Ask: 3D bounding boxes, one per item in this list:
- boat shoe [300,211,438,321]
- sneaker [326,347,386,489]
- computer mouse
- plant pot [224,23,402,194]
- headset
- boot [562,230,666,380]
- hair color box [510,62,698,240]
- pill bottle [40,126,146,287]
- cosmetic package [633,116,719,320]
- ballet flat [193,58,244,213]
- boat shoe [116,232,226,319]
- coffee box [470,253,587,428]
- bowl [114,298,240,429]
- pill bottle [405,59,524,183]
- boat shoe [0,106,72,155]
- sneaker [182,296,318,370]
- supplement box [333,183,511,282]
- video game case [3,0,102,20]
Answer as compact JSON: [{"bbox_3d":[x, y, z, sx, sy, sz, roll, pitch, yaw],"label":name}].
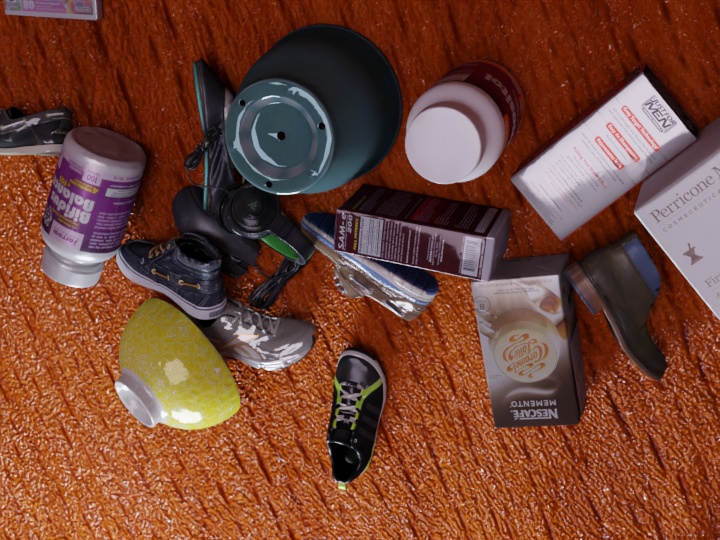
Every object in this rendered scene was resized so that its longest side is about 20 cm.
[{"bbox_3d":[0.000,0.000,1.486,0.199,0.072,0.073,33,119,4],"label":"boat shoe"},{"bbox_3d":[-0.008,0.206,1.564,0.071,0.083,0.202,7,113,16],"label":"sneaker"},{"bbox_3d":[-0.164,-0.046,1.538,0.140,0.046,0.200,-40,94,28],"label":"computer mouse"},{"bbox_3d":[-0.067,-0.180,1.369,0.198,0.188,0.202,5,110,15],"label":"plant pot"},{"bbox_3d":[-0.134,-0.087,1.442,0.199,0.123,0.094,38,80,-19],"label":"headset"},{"bbox_3d":[0.338,0.045,1.383,0.097,0.075,0.200,-38,115,12],"label":"boot"},{"bbox_3d":[0.283,-0.137,1.342,0.200,0.061,0.102,-38,95,28],"label":"hair color box"},{"bbox_3d":[-0.368,-0.083,1.554,0.112,0.112,0.201,26,114,8],"label":"pill bottle"},{"bbox_3d":[0.431,-0.059,1.263,0.167,0.166,0.200,-39,94,27],"label":"cosmetic package"},{"bbox_3d":[-0.177,-0.174,1.487,0.072,0.073,0.202,3,106,18],"label":"ballet flat"},{"bbox_3d":[-0.253,-0.018,1.541,0.199,0.071,0.092,28,129,31],"label":"boat shoe"},{"bbox_3d":[0.215,0.089,1.443,0.113,0.080,0.202,-5,109,20],"label":"coffee box"},{"bbox_3d":[-0.269,0.149,1.565,0.200,0.108,0.201,36,150,25],"label":"bowl"},{"bbox_3d":[0.117,-0.167,1.308,0.112,0.200,0.114,7,113,16],"label":"pill bottle"},{"bbox_3d":[-0.484,-0.191,1.586,0.198,0.072,0.068,1,94,19],"label":"boat shoe"},{"bbox_3d":[-0.156,0.078,1.557,0.198,0.076,0.093,-3,128,19],"label":"sneaker"},{"bbox_3d":[0.077,-0.049,1.420,0.198,0.109,0.061,12,115,15],"label":"supplement box"},{"bbox_3d":[-0.407,-0.431,1.487,0.142,0.018,0.202,7,112,17],"label":"video game case"}]
